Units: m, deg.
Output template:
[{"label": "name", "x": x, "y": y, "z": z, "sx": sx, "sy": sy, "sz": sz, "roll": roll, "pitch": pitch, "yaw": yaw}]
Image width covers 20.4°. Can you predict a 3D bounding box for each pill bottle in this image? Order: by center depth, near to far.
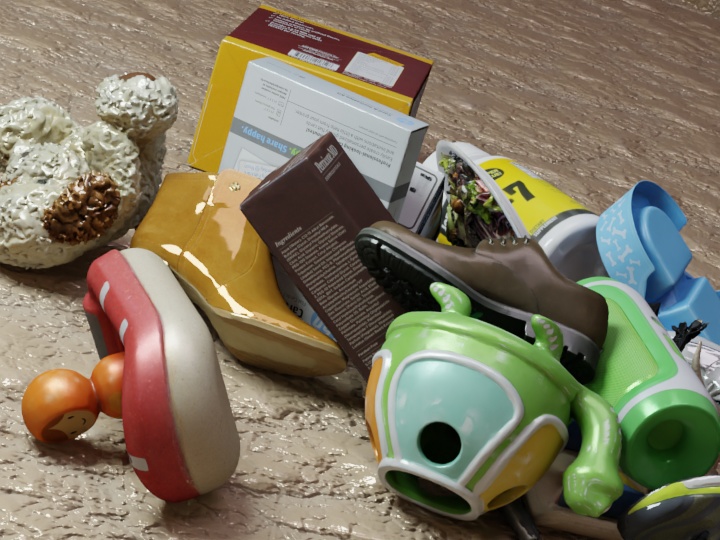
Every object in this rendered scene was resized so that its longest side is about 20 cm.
[{"label": "pill bottle", "x": 0.141, "y": -0.038, "z": 1.884, "sx": 0.114, "sy": 0.115, "sz": 0.200, "roll": 1, "pitch": 25, "yaw": -40}]

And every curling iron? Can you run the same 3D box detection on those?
[{"label": "curling iron", "x": 0.100, "y": 0.145, "z": 1.486, "sx": 0.049, "sy": 0.026, "sz": 0.200, "roll": 9, "pitch": 22, "yaw": -17}]

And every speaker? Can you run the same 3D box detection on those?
[{"label": "speaker", "x": 0.202, "y": 0.081, "z": 1.497, "sx": 0.088, "sy": 0.089, "sz": 0.200, "roll": 12, "pitch": 24, "yaw": -18}]

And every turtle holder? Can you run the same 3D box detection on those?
[{"label": "turtle holder", "x": 0.089, "y": 0.111, "z": 1.415, "sx": 0.185, "sy": 0.132, "sz": 0.141, "roll": 31, "pitch": -25, "yaw": -12}]

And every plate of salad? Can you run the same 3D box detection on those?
[{"label": "plate of salad", "x": 0.109, "y": -0.020, "z": 1.735, "sx": 0.048, "sy": 0.201, "sz": 0.200, "roll": -28, "pitch": 33, "yaw": -8}]

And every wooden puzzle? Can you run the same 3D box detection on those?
[{"label": "wooden puzzle", "x": 0.205, "y": 0.153, "z": 1.531, "sx": 0.184, "sy": 0.047, "sz": 0.200, "roll": 13, "pitch": 20, "yaw": -13}]

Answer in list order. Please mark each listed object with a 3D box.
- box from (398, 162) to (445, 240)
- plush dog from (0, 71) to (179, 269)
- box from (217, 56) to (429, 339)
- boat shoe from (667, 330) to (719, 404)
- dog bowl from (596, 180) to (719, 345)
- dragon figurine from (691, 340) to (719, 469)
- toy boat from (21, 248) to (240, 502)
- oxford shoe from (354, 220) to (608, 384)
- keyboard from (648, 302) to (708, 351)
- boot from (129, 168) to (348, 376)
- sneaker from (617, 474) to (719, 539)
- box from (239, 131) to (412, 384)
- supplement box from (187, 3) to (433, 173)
[{"label": "box", "x": 0.009, "y": -0.056, "z": 1.741, "sx": 0.116, "sy": 0.060, "sz": 0.200, "roll": 27, "pitch": -12, "yaw": 6}, {"label": "plush dog", "x": -0.240, "y": -0.057, "z": 1.609, "sx": 0.199, "sy": 0.161, "sz": 0.172, "roll": -8, "pitch": 19, "yaw": 33}, {"label": "box", "x": -0.045, "y": -0.052, "z": 1.625, "sx": 0.155, "sy": 0.201, "sz": 0.041, "roll": 25, "pitch": 22, "yaw": 20}, {"label": "boat shoe", "x": 0.314, "y": 0.110, "z": 1.700, "sx": 0.199, "sy": 0.074, "sz": 0.065, "roll": 19, "pitch": 15, "yaw": 7}, {"label": "dog bowl", "x": 0.281, "y": 0.017, "z": 1.802, "sx": 0.201, "sy": 0.049, "sz": 0.111, "roll": 57, "pitch": 33, "yaw": -8}, {"label": "dragon figurine", "x": 0.307, "y": 0.131, "z": 1.562, "sx": 0.200, "sy": 0.059, "sz": 0.099, "roll": 45, "pitch": 15, "yaw": -10}, {"label": "toy boat", "x": -0.163, "y": 0.079, "z": 1.336, "sx": 0.130, "sy": 0.131, "sz": 0.200, "roll": -21, "pitch": 31, "yaw": -12}, {"label": "oxford shoe", "x": 0.090, "y": 0.007, "z": 1.471, "sx": 0.199, "sy": 0.073, "sz": 0.085, "roll": 26, "pitch": 63, "yaw": -6}, {"label": "keyboard", "x": 0.217, "y": 0.069, "z": 1.661, "sx": 0.126, "sy": 0.021, "sz": 0.200, "roll": -2, "pitch": 20, "yaw": 23}, {"label": "boot", "x": -0.085, "y": -0.006, "z": 1.566, "sx": 0.200, "sy": 0.071, "sz": 0.145, "roll": 16, "pitch": 60, "yaw": 11}, {"label": "sneaker", "x": 0.278, "y": 0.197, "z": 1.419, "sx": 0.199, "sy": 0.074, "sz": 0.081, "roll": 8, "pitch": 63, "yaw": -11}, {"label": "box", "x": 0.000, "y": 0.000, "z": 1.538, "sx": 0.200, "sy": 0.075, "sz": 0.100, "roll": 52, "pitch": 18, "yaw": -7}, {"label": "supplement box", "x": -0.047, "y": -0.162, "z": 2.019, "sx": 0.196, "sy": 0.133, "sz": 0.200, "roll": 19, "pitch": 19, "yaw": 3}]
